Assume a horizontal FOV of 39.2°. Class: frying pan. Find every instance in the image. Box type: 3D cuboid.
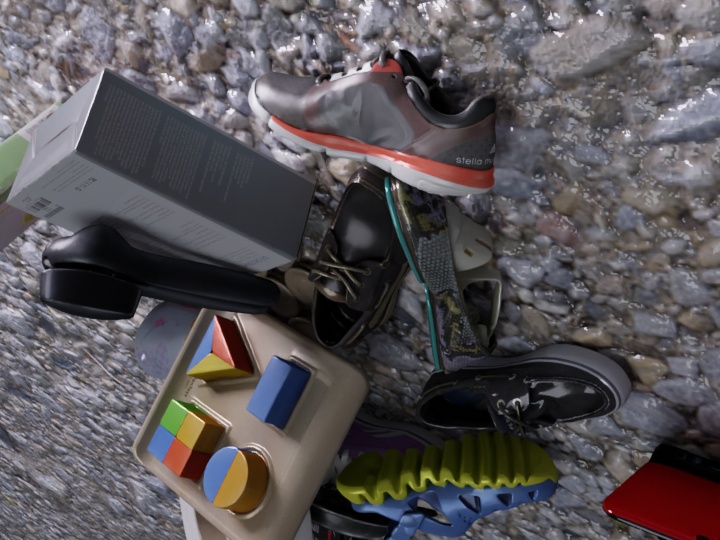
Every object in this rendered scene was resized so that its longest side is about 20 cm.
[{"bbox_3d":[-0.004,0.243,1.029,0.115,0.031,0.190,17,177,25],"label":"frying pan"}]

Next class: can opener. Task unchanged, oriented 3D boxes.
[{"bbox_3d":[-0.165,0.009,0.839,0.200,0.079,0.063,9,169,-27],"label":"can opener"}]

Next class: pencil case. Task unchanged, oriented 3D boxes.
[{"bbox_3d":[-0.136,0.089,1.017,0.200,0.083,0.091,10,144,37],"label":"pencil case"}]

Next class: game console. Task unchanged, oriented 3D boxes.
[{"bbox_3d":[0.291,0.217,0.735,0.200,0.119,0.173,17,139,32],"label":"game console"}]

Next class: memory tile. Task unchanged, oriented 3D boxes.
[{"bbox_3d":[-0.090,0.027,0.993,0.200,0.017,0.153,-17,115,51],"label":"memory tile"}]

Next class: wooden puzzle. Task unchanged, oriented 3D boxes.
[{"bbox_3d":[-0.111,0.131,0.900,0.200,0.186,0.046,26,179,36],"label":"wooden puzzle"}]

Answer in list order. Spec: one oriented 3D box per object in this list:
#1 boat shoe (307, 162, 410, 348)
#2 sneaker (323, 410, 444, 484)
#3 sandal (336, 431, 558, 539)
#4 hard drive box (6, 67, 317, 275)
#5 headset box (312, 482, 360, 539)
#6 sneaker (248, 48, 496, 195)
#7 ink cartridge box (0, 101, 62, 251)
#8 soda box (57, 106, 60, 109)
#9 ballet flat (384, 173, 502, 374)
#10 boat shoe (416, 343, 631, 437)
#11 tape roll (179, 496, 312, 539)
[{"bbox_3d":[0.000,0.000,0.821,0.074,0.073,0.200,29,144,18],"label":"boat shoe"},{"bbox_3d":[-0.004,0.195,0.995,0.200,0.114,0.073,15,116,32],"label":"sneaker"},{"bbox_3d":[0.083,0.202,0.916,0.200,0.080,0.087,-11,109,22],"label":"sandal"},{"bbox_3d":[-0.164,-0.065,0.838,0.200,0.077,0.156,27,154,-30],"label":"hard drive box"},{"bbox_3d":[-0.088,0.260,1.193,0.200,0.077,0.149,28,143,21],"label":"headset box"},{"bbox_3d":[0.012,-0.119,0.704,0.200,0.077,0.082,22,115,24],"label":"sneaker"},{"bbox_3d":[-0.348,-0.064,1.031,0.048,0.146,0.200,36,146,5],"label":"ink cartridge box"},{"bbox_3d":[-0.233,-0.064,0.969,0.070,0.063,0.200,-8,135,-2],"label":"soda box"},{"bbox_3d":[0.071,-0.002,0.766,0.072,0.072,0.201,16,142,33],"label":"ballet flat"},{"bbox_3d":[0.123,0.105,0.822,0.200,0.066,0.070,-2,127,46],"label":"boat shoe"},{"bbox_3d":[-0.120,0.236,1.006,0.202,0.071,0.203,28,122,59],"label":"tape roll"}]
